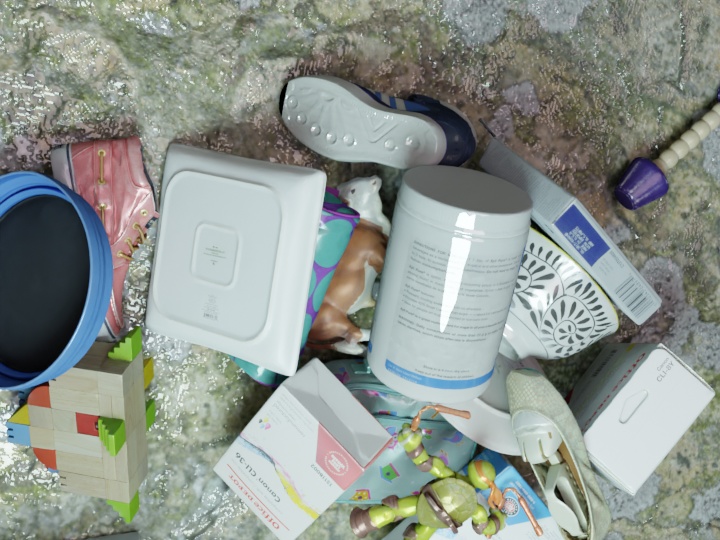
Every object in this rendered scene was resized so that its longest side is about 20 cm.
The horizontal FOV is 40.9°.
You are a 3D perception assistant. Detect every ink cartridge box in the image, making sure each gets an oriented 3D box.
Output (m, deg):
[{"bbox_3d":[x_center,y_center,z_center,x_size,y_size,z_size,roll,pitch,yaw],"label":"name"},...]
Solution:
[{"bbox_3d":[0.120,0.313,1.046,0.200,0.085,0.145,-41,102,-1],"label":"ink cartridge box"},{"bbox_3d":[-0.071,0.198,0.990,0.116,0.067,0.200,44,127,8],"label":"ink cartridge box"},{"bbox_3d":[0.208,-0.053,1.021,0.041,0.200,0.199,-44,127,7],"label":"ink cartridge box"},{"bbox_3d":[0.296,0.162,1.098,0.083,0.200,0.145,40,87,3],"label":"ink cartridge box"}]

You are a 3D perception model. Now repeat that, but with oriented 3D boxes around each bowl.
[{"bbox_3d":[0.168,0.034,1.037,0.094,0.200,0.201,-48,110,-10],"label":"bowl"},{"bbox_3d":[-0.314,0.010,0.901,0.039,0.199,0.202,15,96,-62],"label":"bowl"}]

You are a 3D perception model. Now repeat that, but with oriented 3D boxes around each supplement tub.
[{"bbox_3d":[0.084,0.014,0.935,0.131,0.132,0.202,3,116,-18],"label":"supplement tub"}]

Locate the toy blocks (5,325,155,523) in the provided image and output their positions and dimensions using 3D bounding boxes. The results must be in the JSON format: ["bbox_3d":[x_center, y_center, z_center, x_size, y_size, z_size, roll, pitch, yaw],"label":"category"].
[{"bbox_3d":[-0.286,0.144,0.957,0.135,0.100,0.202,8,117,8],"label":"toy blocks"}]

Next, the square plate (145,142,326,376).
[{"bbox_3d":[-0.134,-0.015,0.952,0.028,0.198,0.200,-1,103,-59],"label":"square plate"}]

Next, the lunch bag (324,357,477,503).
[{"bbox_3d":[0.032,0.177,1.065,0.198,0.077,0.162,6,117,-19],"label":"lunch bag"}]

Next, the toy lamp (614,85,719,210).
[{"bbox_3d":[0.387,-0.147,1.158,0.200,0.058,0.058,-40,109,-7],"label":"toy lamp"}]

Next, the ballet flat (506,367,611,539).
[{"bbox_3d":[0.199,0.195,0.984,0.062,0.067,0.201,-35,99,-49],"label":"ballet flat"}]

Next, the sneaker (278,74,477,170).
[{"bbox_3d":[0.028,-0.155,1.032,0.199,0.146,0.081,21,107,23],"label":"sneaker"}]

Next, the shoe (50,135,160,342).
[{"bbox_3d":[-0.241,-0.032,0.961,0.090,0.071,0.202,-11,98,-6],"label":"shoe"}]

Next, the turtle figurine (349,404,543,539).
[{"bbox_3d":[0.081,0.236,0.950,0.161,0.065,0.200,-37,114,14],"label":"turtle figurine"}]

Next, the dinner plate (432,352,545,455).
[{"bbox_3d":[0.141,0.111,1.061,0.199,0.201,0.024,24,128,-20],"label":"dinner plate"}]

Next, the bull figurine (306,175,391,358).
[{"bbox_3d":[0.000,0.000,1.043,0.121,0.065,0.201,27,100,9],"label":"bull figurine"}]

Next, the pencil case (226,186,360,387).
[{"bbox_3d":[-0.071,0.013,0.988,0.084,0.092,0.201,24,104,6],"label":"pencil case"}]

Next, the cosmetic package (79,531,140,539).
[{"bbox_3d":[-0.292,0.400,0.972,0.166,0.166,0.202,-3,101,-18],"label":"cosmetic package"}]
